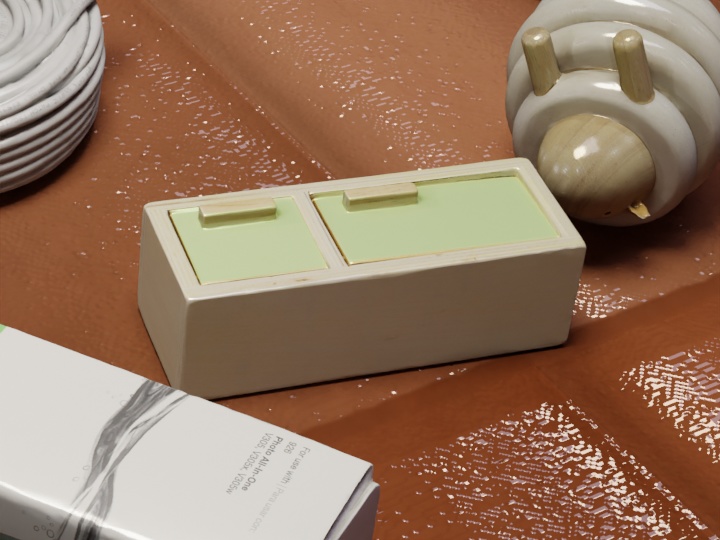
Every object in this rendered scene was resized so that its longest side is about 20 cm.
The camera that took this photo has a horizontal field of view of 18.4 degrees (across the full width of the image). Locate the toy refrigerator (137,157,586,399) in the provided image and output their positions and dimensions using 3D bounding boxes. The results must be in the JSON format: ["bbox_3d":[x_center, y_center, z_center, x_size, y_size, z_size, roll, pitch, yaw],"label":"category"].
[{"bbox_3d":[0.000,0.000,1.061,0.199,0.070,0.076,-8,41,-19],"label":"toy refrigerator"}]

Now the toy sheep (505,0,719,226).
[{"bbox_3d":[0.139,-0.101,1.164,0.137,0.138,0.200,19,48,14],"label":"toy sheep"}]

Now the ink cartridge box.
[{"bbox_3d":[-0.105,0.114,0.833,0.199,0.146,0.084,19,38,14],"label":"ink cartridge box"}]

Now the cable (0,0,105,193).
[{"bbox_3d":[-0.234,-0.111,1.163,0.199,0.069,0.200,9,38,2],"label":"cable"}]
